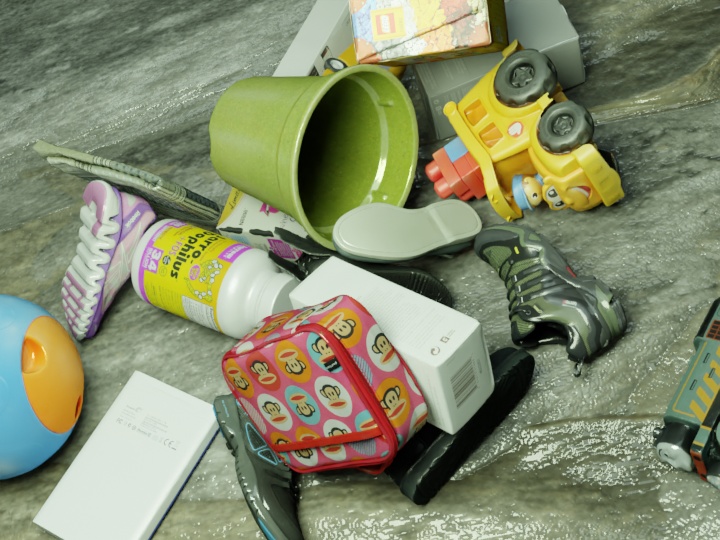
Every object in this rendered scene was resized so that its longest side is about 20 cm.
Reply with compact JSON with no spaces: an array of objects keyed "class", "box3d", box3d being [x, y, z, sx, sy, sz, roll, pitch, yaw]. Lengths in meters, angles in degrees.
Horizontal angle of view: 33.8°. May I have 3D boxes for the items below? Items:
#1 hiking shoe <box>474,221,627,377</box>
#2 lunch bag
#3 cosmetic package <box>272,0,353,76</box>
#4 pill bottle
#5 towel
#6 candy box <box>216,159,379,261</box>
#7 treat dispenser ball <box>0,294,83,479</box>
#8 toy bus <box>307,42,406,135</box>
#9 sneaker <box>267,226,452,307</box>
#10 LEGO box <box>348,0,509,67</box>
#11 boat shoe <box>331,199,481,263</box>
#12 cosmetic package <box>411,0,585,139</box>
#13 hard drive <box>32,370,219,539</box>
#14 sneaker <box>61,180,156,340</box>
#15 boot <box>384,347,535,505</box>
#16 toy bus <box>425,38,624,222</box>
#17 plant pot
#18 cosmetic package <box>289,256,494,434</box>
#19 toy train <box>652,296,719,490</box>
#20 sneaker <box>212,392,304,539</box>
[{"class":"hiking shoe","box3d":[0.182,0.026,1.259,0.100,0.076,0.199,-42,55,-17]},{"class":"lunch bag","box3d":[-0.031,0.123,1.143,0.082,0.178,0.199,-41,13,-37]},{"class":"cosmetic package","box3d":[-0.052,-0.274,1.543,0.050,0.083,0.202,15,63,24]},{"class":"pill bottle","box3d":[-0.161,0.015,1.363,0.198,0.105,0.105,18,63,28]},{"class":"towel","box3d":[-0.270,-0.098,1.428,0.197,0.192,0.035,18,86,25]},{"class":"candy box","box3d":[-0.058,-0.081,1.422,0.197,0.061,0.138,5,59,22]},{"class":"treat dispenser ball","box3d":[-0.405,0.128,1.304,0.197,0.202,0.204,-9,54,12]},{"class":"toy bus","box3d":[-0.003,-0.233,1.472,0.078,0.066,0.200,31,41,6]},{"class":"sneaker","box3d":[-0.001,0.003,1.316,0.197,0.061,0.104,11,18,-19]},{"class":"LEGO box","box3d":[0.082,-0.277,1.325,0.146,0.200,0.079,-6,97,13]},{"class":"boat shoe","box3d":[0.046,-0.031,1.294,0.198,0.062,0.073,-10,61,-38]},{"class":"cosmetic package","box3d":[0.166,-0.256,1.457,0.197,0.091,0.108,-18,52,2]},{"class":"hard drive","box3d":[-0.252,0.218,1.301,0.130,0.025,0.201,19,64,28]},{"class":"sneaker","box3d":[-0.295,-0.007,1.405,0.080,0.087,0.203,42,120,44]},{"class":"boot","box3d":[0.061,0.120,1.232,0.200,0.077,0.168,-47,59,-8]},{"class":"toy bus","box3d":[0.176,-0.128,1.344,0.191,0.136,0.201,-36,54,8]},{"class":"plant pot","box3d":[-0.067,-0.139,1.324,0.182,0.201,0.202,17,62,40]},{"class":"cosmetic package","box3d":[0.030,0.071,1.168,0.198,0.103,0.074,26,55,37]},{"class":"toy train","box3d":[0.361,0.116,1.139,0.113,0.085,0.201,14,63,40]},{"class":"sneaker","box3d":[-0.091,0.200,1.231,0.081,0.074,0.202,-20,56,-8]}]
